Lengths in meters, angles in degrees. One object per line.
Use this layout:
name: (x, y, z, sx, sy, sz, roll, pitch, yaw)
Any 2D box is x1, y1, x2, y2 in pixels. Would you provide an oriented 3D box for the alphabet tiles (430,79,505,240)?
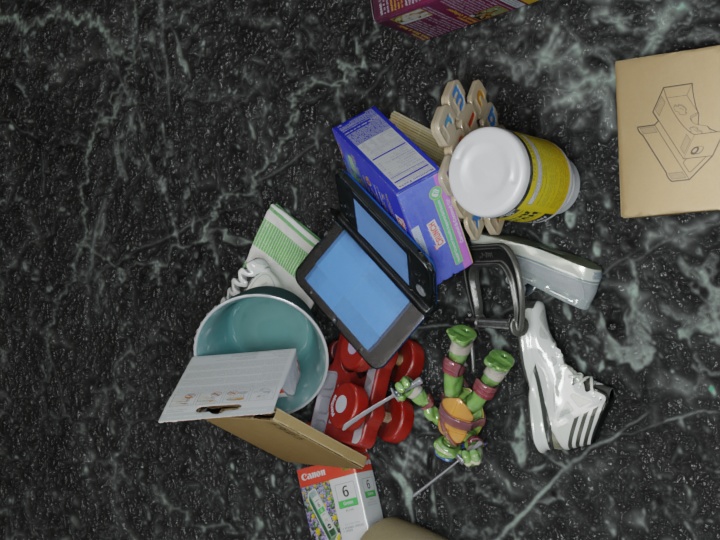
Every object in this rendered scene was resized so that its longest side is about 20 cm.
alphabet tiles: (0.148, -0.145, 1.611, 0.014, 0.201, 0.197, -7, 44, 33)

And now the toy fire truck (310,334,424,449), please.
toy fire truck: (-0.006, 0.157, 1.773, 0.167, 0.111, 0.203, -1, 75, 53)

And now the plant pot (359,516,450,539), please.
plant pot: (0.083, 0.432, 1.679, 0.200, 0.186, 0.189, 39, 110, 43)

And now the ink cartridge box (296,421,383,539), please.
ink cartridge box: (-0.035, 0.316, 1.823, 0.108, 0.050, 0.203, -20, 78, 33)

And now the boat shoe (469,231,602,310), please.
boat shoe: (0.225, 0.000, 1.640, 0.199, 0.070, 0.073, 22, 104, 34)

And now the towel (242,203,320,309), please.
towel: (-0.130, 0.018, 1.911, 0.152, 0.023, 0.202, 37, 109, 29)

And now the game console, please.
game console: (0.000, 0.000, 1.641, 0.118, 0.171, 0.200, -37, 64, -14)

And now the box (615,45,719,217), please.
box: (0.402, -0.173, 1.542, 0.162, 0.021, 0.203, -4, 86, 33)

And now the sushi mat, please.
sushi mat: (0.103, -0.147, 1.762, 0.199, 0.012, 0.097, 32, 106, 31)

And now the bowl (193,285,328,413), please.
bowl: (-0.138, 0.104, 1.816, 0.198, 0.105, 0.203, 3, 115, 6)

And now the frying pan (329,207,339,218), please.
frying pan: (0.017, -0.036, 1.795, 0.031, 0.190, 0.115, -39, 110, 0)

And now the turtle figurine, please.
turtle figurine: (0.110, 0.184, 1.618, 0.144, 0.197, 0.196, -121, 44, -53)

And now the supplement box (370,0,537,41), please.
supplement box: (0.126, -0.401, 1.682, 0.198, 0.130, 0.105, -13, 80, 33)

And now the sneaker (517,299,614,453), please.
sneaker: (0.274, 0.133, 1.615, 0.114, 0.075, 0.204, -8, 88, 22)

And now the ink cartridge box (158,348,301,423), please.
ink cartridge box: (-0.173, 0.172, 1.682, 0.160, 0.200, 0.051, -5, 112, 8)

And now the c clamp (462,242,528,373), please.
c clamp: (0.178, 0.047, 1.635, 0.200, 0.027, 0.173, 160, 101, -72)

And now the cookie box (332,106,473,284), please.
cookie box: (0.056, -0.100, 1.662, 0.075, 0.172, 0.200, -30, 41, -9)

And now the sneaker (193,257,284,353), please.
sneaker: (-0.188, 0.078, 1.901, 0.081, 0.075, 0.201, 43, 114, 15)

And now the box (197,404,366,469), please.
box: (-0.112, 0.235, 1.743, 0.162, 0.199, 0.022, -2, 63, 42)

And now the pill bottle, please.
pill bottle: (0.205, -0.118, 1.578, 0.110, 0.199, 0.113, -1, 89, 34)
